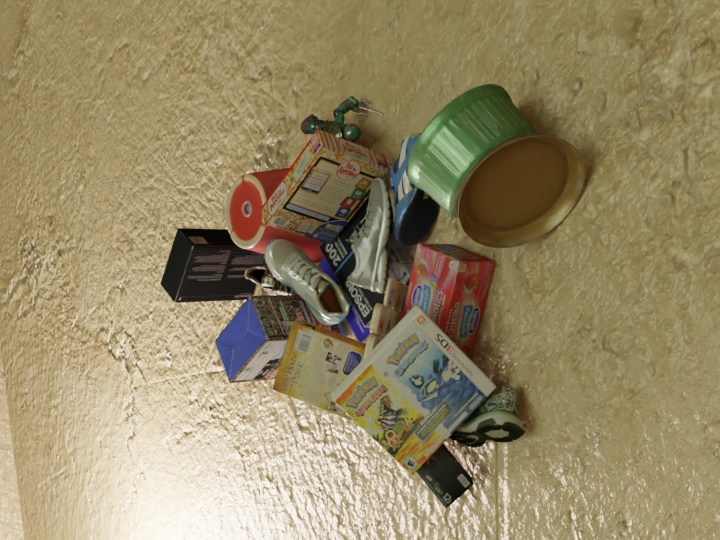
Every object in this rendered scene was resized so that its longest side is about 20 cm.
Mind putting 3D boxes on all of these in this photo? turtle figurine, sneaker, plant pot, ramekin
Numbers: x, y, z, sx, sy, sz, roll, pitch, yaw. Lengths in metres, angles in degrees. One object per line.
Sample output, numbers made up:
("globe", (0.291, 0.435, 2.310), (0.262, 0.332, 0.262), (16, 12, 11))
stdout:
("turtle figurine", (-0.035, -0.253, 1.642), (0.199, 0.100, 0.152), (3, 93, 53))
("sneaker", (0.091, -0.143, 1.521), (0.082, 0.073, 0.203), (22, 103, 51))
("sneaker", (0.013, -0.064, 1.528), (0.081, 0.075, 0.203), (4, 81, 7))
("sneaker", (0.195, 0.234, 1.432), (0.199, 0.077, 0.090), (-18, 46, 49))
("plant pot", (0.232, -0.119, 1.277), (0.201, 0.198, 0.028), (-58, 34, 31))
("plant pot", (-0.155, -0.114, 1.714), (0.199, 0.176, 0.204), (0, 90, 48))
("sneaker", (-0.163, 0.032, 1.800), (0.199, 0.075, 0.072), (16, 103, 47))
("sneaker", (-0.095, 0.015, 1.626), (0.200, 0.077, 0.081), (46, 157, -9))
("ramekin", (0.178, -0.173, 1.334), (0.098, 0.199, 0.201), (50, 126, 25))

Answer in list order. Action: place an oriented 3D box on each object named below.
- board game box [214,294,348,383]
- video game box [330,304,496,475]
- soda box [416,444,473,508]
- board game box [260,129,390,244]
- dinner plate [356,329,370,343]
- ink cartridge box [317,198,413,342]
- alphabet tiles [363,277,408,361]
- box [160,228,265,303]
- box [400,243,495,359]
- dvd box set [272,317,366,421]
("board game box", (-0.154, 0.131, 1.699), (0.160, 0.198, 0.098), (-47, 57, 36))
("video game box", (0.085, 0.189, 1.377), (0.200, 0.182, 0.047), (-46, 10, 0))
("soda box", (0.100, 0.293, 1.454), (0.063, 0.071, 0.201), (-40, 84, 0))
("board game box", (-0.064, -0.145, 1.569), (0.200, 0.150, 0.047), (-49, 42, 31))
("dinner plate", (0.037, 0.197, 1.622), (0.199, 0.024, 0.203), (2, 93, 47))
("ink cartridge box", (0.000, 0.000, 1.632), (0.200, 0.043, 0.199), (-50, 56, 31))
("alphabet tiles", (0.051, 0.117, 1.477), (0.014, 0.200, 0.198), (10, 84, 20))
("box", (-0.310, -0.011, 1.869), (0.079, 0.198, 0.143), (40, 118, 39))
("box", (0.137, 0.065, 1.453), (0.102, 0.094, 0.203), (24, 108, 45))
("dvd box set", (-0.049, 0.187, 1.587), (0.198, 0.029, 0.148), (20, 111, 3))
